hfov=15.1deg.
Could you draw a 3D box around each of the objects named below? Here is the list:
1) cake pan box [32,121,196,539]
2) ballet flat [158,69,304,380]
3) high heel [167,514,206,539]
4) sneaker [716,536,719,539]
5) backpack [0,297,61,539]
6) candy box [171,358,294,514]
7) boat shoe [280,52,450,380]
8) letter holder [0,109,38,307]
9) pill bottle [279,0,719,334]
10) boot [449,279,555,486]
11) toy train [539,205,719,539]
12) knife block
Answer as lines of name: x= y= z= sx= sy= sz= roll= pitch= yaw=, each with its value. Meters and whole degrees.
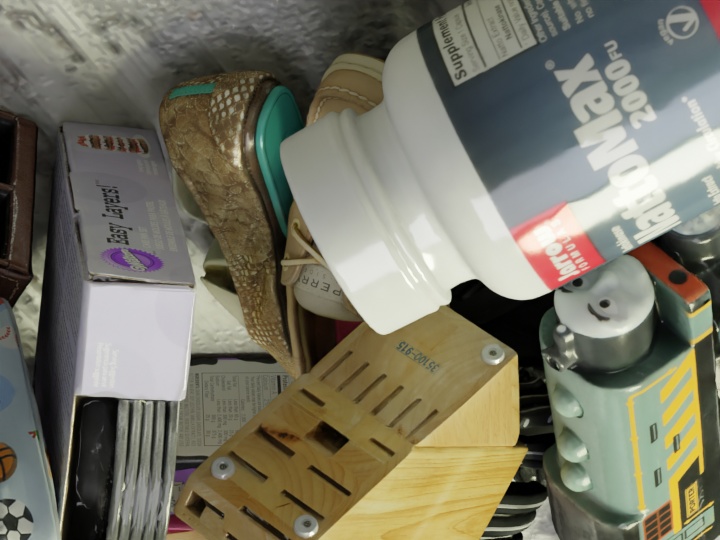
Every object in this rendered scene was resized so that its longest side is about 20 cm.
cake pan box: x=-0.112 y=0.053 z=1.167 sx=0.052 sy=0.200 sz=0.184 roll=2 pitch=110 yaw=-10
ballet flat: x=-0.047 y=-0.018 z=1.248 sx=0.065 sy=0.071 sz=0.200 roll=9 pitch=139 yaw=23
high heel: x=-0.113 y=0.143 z=1.243 sx=0.200 sy=0.067 sz=0.096 roll=5 pitch=166 yaw=-37
sneaker: x=0.208 y=0.132 z=1.417 sx=0.116 sy=0.074 sz=0.200 roll=29 pitch=125 yaw=-28
backpack: x=-0.212 y=0.100 z=1.123 sx=0.154 sy=0.200 sz=0.191 roll=8 pitch=139 yaw=-25
candy box: x=-0.055 y=0.124 z=1.377 sx=0.200 sy=0.072 sz=0.168 roll=0 pitch=136 yaw=-6
boat shoe: x=0.000 y=0.000 z=1.191 sx=0.074 sy=0.069 sz=0.200 roll=20 pitch=135 yaw=28
letter holder: x=-0.250 y=0.010 z=1.217 sx=0.142 sy=0.101 sz=0.200 roll=19 pitch=131 yaw=-22
pill bottle: x=0.076 y=-0.058 z=1.083 sx=0.200 sy=0.120 sz=0.120 roll=-28 pitch=133 yaw=9
boot: x=0.132 y=0.019 z=1.283 sx=0.211 sy=0.079 sz=0.158 roll=-19 pitch=130 yaw=25
toy train: x=0.131 y=0.052 z=1.173 sx=0.114 sy=0.085 sz=0.200 roll=-36 pitch=144 yaw=-19
knife block: x=0.016 y=0.101 z=1.187 sx=0.200 sy=0.064 sz=0.176 roll=-41 pitch=148 yaw=-28
